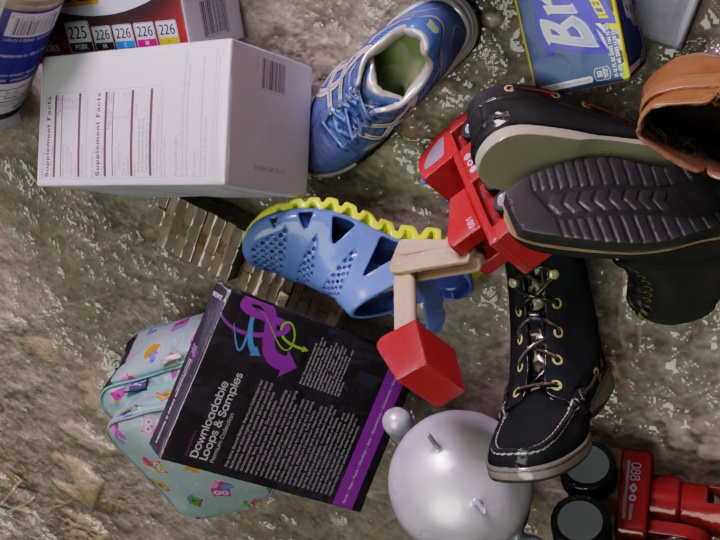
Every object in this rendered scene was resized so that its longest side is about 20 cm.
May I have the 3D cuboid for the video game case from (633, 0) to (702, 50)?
[{"bbox_3d":[0.154,-0.253,0.676,0.200,0.019,0.143,24,120,17],"label":"video game case"}]

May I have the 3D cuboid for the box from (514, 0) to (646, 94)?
[{"bbox_3d":[0.135,-0.223,0.649,0.070,0.064,0.200,-8,108,29],"label":"box"}]

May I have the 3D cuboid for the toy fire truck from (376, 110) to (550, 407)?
[{"bbox_3d":[0.067,-0.016,0.713,0.141,0.200,0.049,-38,129,20],"label":"toy fire truck"}]

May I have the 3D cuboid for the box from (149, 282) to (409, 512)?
[{"bbox_3d":[-0.058,0.109,0.806,0.036,0.200,0.143,21,88,58],"label":"box"}]

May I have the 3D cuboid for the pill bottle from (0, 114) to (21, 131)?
[{"bbox_3d":[-0.392,-0.225,0.911,0.112,0.112,0.200,-3,110,28],"label":"pill bottle"}]

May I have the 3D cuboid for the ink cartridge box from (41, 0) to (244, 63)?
[{"bbox_3d":[-0.215,-0.272,0.817,0.200,0.084,0.176,2,112,27],"label":"ink cartridge box"}]

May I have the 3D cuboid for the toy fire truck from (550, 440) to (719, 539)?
[{"bbox_3d":[0.252,0.240,0.754,0.200,0.176,0.129,2,140,20],"label":"toy fire truck"}]

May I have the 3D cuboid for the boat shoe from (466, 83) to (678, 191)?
[{"bbox_3d":[0.167,-0.082,0.674,0.201,0.063,0.074,10,137,-20],"label":"boat shoe"}]

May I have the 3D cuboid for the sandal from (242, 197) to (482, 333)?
[{"bbox_3d":[0.000,0.000,0.782,0.200,0.087,0.080,10,143,3],"label":"sandal"}]

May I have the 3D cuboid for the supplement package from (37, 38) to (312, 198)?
[{"bbox_3d":[-0.154,-0.118,0.795,0.200,0.114,0.110,3,90,30],"label":"supplement package"}]

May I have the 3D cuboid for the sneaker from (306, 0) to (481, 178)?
[{"bbox_3d":[0.006,-0.142,0.764,0.076,0.077,0.200,46,126,1],"label":"sneaker"}]

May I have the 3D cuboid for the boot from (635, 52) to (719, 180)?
[{"bbox_3d":[0.274,-0.095,0.598,0.200,0.155,0.077,19,118,19],"label":"boot"}]

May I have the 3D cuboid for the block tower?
[{"bbox_3d":[-0.092,-0.012,0.878,0.200,0.058,0.054,27,109,17],"label":"block tower"}]

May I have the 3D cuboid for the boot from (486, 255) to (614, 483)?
[{"bbox_3d":[0.129,0.051,0.712,0.073,0.204,0.154,-7,103,29],"label":"boot"}]

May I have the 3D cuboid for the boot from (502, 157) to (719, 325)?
[{"bbox_3d":[0.185,-0.004,0.665,0.199,0.078,0.138,-2,141,-10],"label":"boot"}]

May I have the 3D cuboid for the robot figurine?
[{"bbox_3d":[0.083,0.179,0.794,0.170,0.200,0.113,39,81,19],"label":"robot figurine"}]

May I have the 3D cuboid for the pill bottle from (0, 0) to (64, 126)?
[{"bbox_3d":[-0.320,-0.187,0.789,0.116,0.116,0.200,41,124,6],"label":"pill bottle"}]

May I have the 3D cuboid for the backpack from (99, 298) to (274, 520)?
[{"bbox_3d":[-0.120,0.126,0.894,0.200,0.153,0.176,-23,118,19],"label":"backpack"}]
